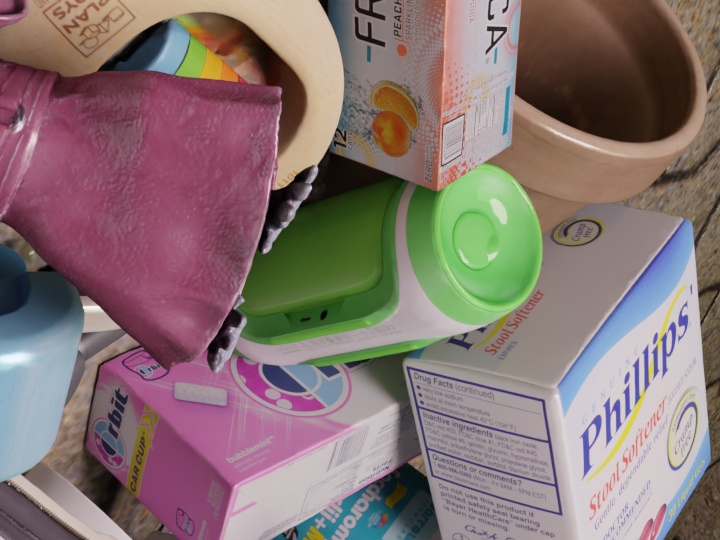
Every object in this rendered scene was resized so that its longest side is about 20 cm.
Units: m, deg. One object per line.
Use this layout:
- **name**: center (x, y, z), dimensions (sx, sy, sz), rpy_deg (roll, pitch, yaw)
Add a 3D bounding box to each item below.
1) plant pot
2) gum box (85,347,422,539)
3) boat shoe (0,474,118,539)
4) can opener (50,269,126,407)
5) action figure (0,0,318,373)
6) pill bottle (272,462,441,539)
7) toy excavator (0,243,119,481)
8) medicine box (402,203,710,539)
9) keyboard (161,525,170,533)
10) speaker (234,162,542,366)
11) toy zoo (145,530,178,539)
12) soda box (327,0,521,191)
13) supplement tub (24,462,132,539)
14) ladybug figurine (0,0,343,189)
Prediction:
- **plant pot**: center (0.065, -0.088, 0.799), dimensions (0.200, 0.200, 0.175), rpy_deg (-29, 164, -45)
- **gum box**: center (-0.046, 0.081, 0.837), dimensions (0.199, 0.113, 0.066), rpy_deg (-21, 139, -45)
- **boat shoe**: center (-0.164, 0.132, 0.614), dimensions (0.073, 0.199, 0.063), rpy_deg (-52, -164, 28)
- **can opener**: center (-0.128, 0.030, 0.694), dimensions (0.200, 0.067, 0.054), rpy_deg (-35, 150, -38)
- **action figure**: center (-0.118, -0.051, 0.499), dimensions (0.149, 0.199, 0.135), rpy_deg (-135, -111, -83)
- **pill bottle**: center (0.006, 0.179, 0.956), dimensions (0.111, 0.199, 0.111), rpy_deg (-52, 167, -17)
- **toy excavator**: center (-0.147, 0.022, 0.590), dimensions (0.199, 0.195, 0.100), rpy_deg (4, 122, -30)
- **medicine box**: center (0.129, 0.089, 0.867), dimensions (0.182, 0.102, 0.201), rpy_deg (-45, 134, -40)
- **keyboard**: center (-0.097, 0.137, 0.958), dimensions (0.056, 0.011, 0.201), rpy_deg (-1, 122, -61)
- **speaker**: center (0.000, 0.000, 0.740), dimensions (0.088, 0.089, 0.199), rpy_deg (-35, -167, -38)
- **toy zoo**: center (-0.104, 0.210, 0.793), dimensions (0.020, 0.199, 0.132), rpy_deg (48, 55, -29)
- **soda box**: center (0.029, -0.140, 0.613), dimensions (0.063, 0.068, 0.201), rpy_deg (-33, 135, -42)
- **supplement tub**: center (-0.190, 0.212, 0.715), dimensions (0.200, 0.145, 0.145), rpy_deg (-47, 155, -18)
- **ladybug figurine**: center (-0.085, -0.090, 0.591), dimensions (0.135, 0.072, 0.200), rpy_deg (-37, 147, 5)
